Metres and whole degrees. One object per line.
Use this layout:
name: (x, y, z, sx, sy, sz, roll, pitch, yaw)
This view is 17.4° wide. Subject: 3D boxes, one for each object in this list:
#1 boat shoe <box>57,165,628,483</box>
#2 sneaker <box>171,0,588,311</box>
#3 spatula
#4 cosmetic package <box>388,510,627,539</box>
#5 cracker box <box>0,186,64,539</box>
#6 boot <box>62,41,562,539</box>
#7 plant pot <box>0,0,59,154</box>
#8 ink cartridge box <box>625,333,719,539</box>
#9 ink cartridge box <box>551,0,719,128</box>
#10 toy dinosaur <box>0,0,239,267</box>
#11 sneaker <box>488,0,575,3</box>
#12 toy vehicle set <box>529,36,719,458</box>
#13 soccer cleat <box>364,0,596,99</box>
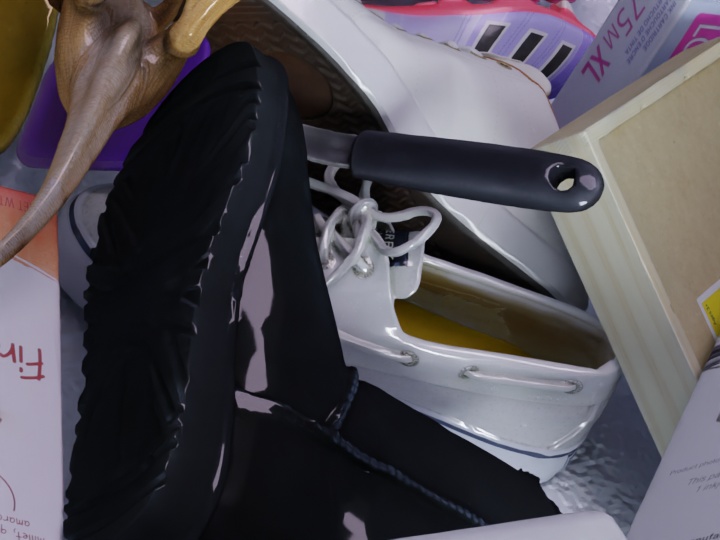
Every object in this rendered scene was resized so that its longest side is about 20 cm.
boat shoe: (0.000, 0.003, 0.792, 0.202, 0.086, 0.075, 24, 39, -12)
sneaker: (0.014, -0.060, 0.843, 0.200, 0.073, 0.085, 44, 52, -27)
spatula: (-0.017, -0.045, 0.778, 0.200, 0.021, 0.057, 12, 67, 13)
cosmetic package: (-0.014, 0.175, 0.533, 0.200, 0.166, 0.167, -2, 49, -37)
cracker box: (-0.154, 0.049, 0.660, 0.134, 0.058, 0.200, 14, 42, -22)
boot: (-0.003, 0.045, 0.712, 0.162, 0.073, 0.198, 33, 43, -30)
plant pot: (-0.179, -0.144, 0.768, 0.142, 0.200, 0.200, 7, 40, 3)
ink cartridge box: (0.177, 0.081, 0.771, 0.145, 0.083, 0.200, 54, 42, -19)
ink cartridge box: (0.174, -0.069, 0.962, 0.200, 0.119, 0.042, 1, 47, -34)
toy dinosaur: (-0.076, -0.062, 0.730, 0.060, 0.106, 0.200, 29, 27, -14)
sneaker: (0.044, -0.161, 0.980, 0.200, 0.088, 0.074, -6, 22, -40)
toy vehicle set: (0.139, 0.025, 0.838, 0.124, 0.026, 0.200, -31, 98, -50)
soccer cleat: (0.015, -0.072, 0.916, 0.200, 0.067, 0.077, 2, 78, -41)
